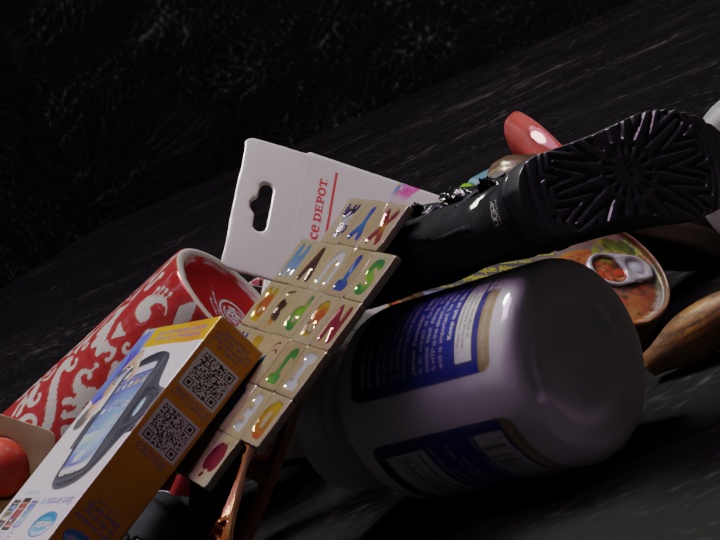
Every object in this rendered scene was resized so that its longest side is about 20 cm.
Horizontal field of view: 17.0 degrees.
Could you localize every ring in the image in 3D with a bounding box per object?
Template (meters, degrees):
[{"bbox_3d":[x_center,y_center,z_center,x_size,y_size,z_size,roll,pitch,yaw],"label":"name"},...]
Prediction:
[{"bbox_3d":[-0.064,0.105,1.481,0.200,0.019,0.201,-159,90,-83],"label":"ring"}]

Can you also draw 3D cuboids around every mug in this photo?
[{"bbox_3d":[-0.140,0.106,1.676,0.200,0.178,0.133,-45,-20,17],"label":"mug"}]

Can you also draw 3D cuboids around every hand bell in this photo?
[{"bbox_3d":[0.252,0.005,1.435,0.200,0.104,0.104,-38,4,23],"label":"hand bell"}]

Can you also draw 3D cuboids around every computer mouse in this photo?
[{"bbox_3d":[-0.121,0.147,1.495,0.200,0.046,0.141,-148,80,-80],"label":"computer mouse"}]

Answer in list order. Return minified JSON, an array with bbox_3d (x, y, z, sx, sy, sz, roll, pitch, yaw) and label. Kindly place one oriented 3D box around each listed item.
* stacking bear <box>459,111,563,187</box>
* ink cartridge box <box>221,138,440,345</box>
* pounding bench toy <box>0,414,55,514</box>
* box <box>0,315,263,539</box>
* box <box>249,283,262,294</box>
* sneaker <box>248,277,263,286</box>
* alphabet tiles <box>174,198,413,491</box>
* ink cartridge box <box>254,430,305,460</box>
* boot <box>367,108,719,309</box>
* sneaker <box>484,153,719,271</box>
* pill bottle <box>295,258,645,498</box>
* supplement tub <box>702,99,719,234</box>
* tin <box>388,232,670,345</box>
[{"bbox_3d":[0.089,-0.011,1.877,0.200,0.122,0.114,-37,28,-7],"label":"stacking bear"},{"bbox_3d":[0.000,0.000,1.595,0.067,0.199,0.117,124,161,-52],"label":"ink cartridge box"},{"bbox_3d":[-0.293,0.194,1.554,0.156,0.124,0.201,-26,50,52],"label":"pounding bench toy"},{"bbox_3d":[-0.151,0.116,1.419,0.200,0.041,0.119,-51,17,-22],"label":"box"},{"bbox_3d":[-0.115,0.071,1.980,0.100,0.075,0.200,13,-22,-38],"label":"box"},{"bbox_3d":[-0.019,0.028,2.093,0.199,0.081,0.075,-16,-4,16],"label":"sneaker"},{"bbox_3d":[-0.045,0.040,1.410,0.200,0.006,0.166,-54,19,-8],"label":"alphabet tiles"},{"bbox_3d":[0.005,0.065,1.734,0.147,0.083,0.200,-34,11,-34],"label":"ink cartridge box"},{"bbox_3d":[0.101,-0.030,1.410,0.164,0.066,0.200,-8,-11,-32],"label":"boot"},{"bbox_3d":[0.166,-0.057,1.658,0.199,0.076,0.070,18,-29,-32],"label":"sneaker"},{"bbox_3d":[0.057,0.071,1.416,0.200,0.120,0.120,-17,12,45],"label":"pill bottle"},{"bbox_3d":[0.317,-0.096,1.624,0.122,0.123,0.200,-19,11,43],"label":"supplement tub"},{"bbox_3d":[0.107,0.011,1.550,0.199,0.112,0.042,-3,-42,-30],"label":"tin"}]
